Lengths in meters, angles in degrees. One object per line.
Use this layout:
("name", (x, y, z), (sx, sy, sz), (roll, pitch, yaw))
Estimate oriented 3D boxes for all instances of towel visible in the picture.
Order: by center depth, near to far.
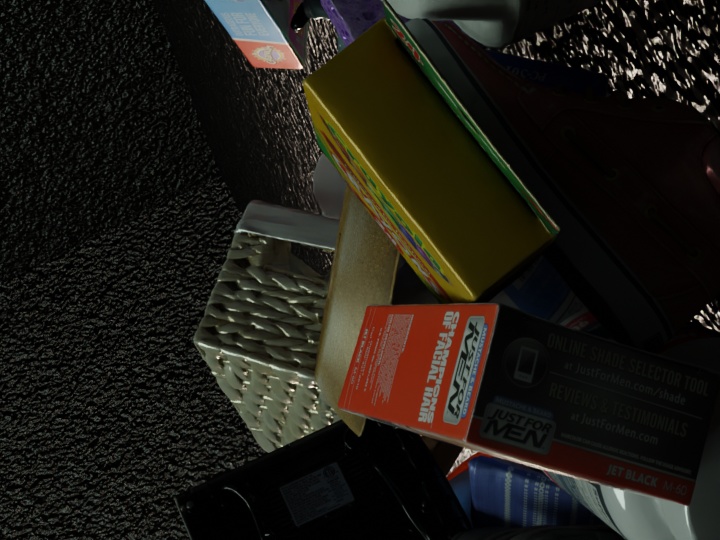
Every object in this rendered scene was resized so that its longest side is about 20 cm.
("towel", (0.166, 0.175, 0.929), (0.145, 0.198, 0.024), (80, -154, -57))

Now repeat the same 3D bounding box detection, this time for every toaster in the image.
("toaster", (-0.006, 0.203, 0.968), (0.119, 0.199, 0.182), (82, 162, -59))

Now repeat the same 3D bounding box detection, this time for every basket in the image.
("basket", (-0.028, 0.062, 1.076), (0.135, 0.124, 0.200), (14, 152, 24))

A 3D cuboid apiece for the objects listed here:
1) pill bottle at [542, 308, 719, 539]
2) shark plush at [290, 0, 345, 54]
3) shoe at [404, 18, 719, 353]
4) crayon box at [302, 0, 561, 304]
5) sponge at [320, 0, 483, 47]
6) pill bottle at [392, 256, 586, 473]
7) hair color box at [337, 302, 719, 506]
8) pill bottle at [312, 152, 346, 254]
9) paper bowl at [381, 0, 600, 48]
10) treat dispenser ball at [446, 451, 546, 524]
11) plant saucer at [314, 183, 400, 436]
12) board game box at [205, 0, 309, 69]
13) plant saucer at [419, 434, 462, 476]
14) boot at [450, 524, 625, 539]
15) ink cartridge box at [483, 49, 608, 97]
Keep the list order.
("pill bottle", (0.169, 0.088, 0.745), (0.120, 0.119, 0.200), (65, 172, -12))
("shark plush", (-0.012, -0.182, 0.995), (0.091, 0.083, 0.202), (-121, 34, -66))
("shoe", (0.106, -0.061, 0.686), (0.200, 0.091, 0.071), (52, 177, 13))
("crayon box", (0.031, -0.043, 0.684), (0.127, 0.051, 0.200), (52, 177, 6))
("sponge", (0.011, -0.211, 0.852), (0.201, 0.111, 0.030), (61, 170, 18))
("pill bottle", (0.117, 0.058, 0.913), (0.200, 0.112, 0.112), (48, 176, -12))
("hair color box", (0.071, 0.059, 0.683), (0.200, 0.110, 0.064), (170, 116, -74))
("pill bottle", (0.036, -0.033, 1.127), (0.113, 0.112, 0.200), (59, -175, 30))
("paper bowl", (0.040, -0.207, 0.709), (0.201, 0.104, 0.202), (90, 154, -73))
("treat dispenser ball", (0.139, 0.229, 1.097), (0.202, 0.200, 0.201), (62, 172, 15))
("plant saucer", (0.000, 0.000, 0.880), (0.200, 0.035, 0.202), (-170, 90, -88))
("board game box", (-0.065, -0.261, 0.987), (0.153, 0.040, 0.202), (50, -136, -73))
("plant saucer", (0.082, 0.102, 1.132), (0.032, 0.201, 0.200), (30, 169, 4))
("boot", (0.161, 0.180, 0.861), (0.132, 0.198, 0.070), (157, 125, -73))
("ink cartridge box", (0.080, -0.080, 0.863), (0.200, 0.093, 0.045), (113, 168, -81))
